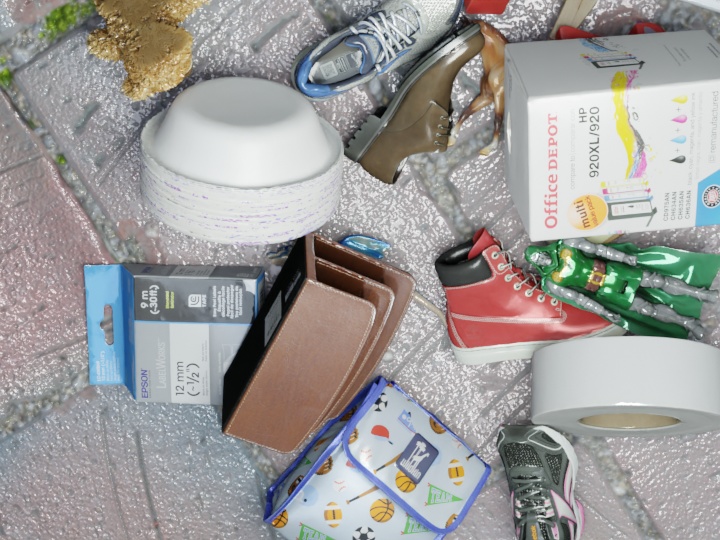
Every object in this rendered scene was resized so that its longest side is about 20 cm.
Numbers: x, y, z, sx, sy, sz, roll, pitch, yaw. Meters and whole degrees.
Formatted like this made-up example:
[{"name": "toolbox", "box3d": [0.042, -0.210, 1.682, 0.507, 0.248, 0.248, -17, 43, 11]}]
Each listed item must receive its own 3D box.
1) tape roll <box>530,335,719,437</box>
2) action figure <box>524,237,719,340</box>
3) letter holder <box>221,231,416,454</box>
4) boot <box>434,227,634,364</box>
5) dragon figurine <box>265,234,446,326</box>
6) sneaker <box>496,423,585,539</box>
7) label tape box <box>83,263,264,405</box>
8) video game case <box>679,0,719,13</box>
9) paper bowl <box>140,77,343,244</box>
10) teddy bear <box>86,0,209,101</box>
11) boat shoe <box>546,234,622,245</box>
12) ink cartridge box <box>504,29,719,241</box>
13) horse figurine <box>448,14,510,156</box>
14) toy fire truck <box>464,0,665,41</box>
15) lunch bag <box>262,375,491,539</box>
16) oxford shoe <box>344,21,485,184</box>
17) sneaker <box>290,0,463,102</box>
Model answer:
[{"name": "tape roll", "box3d": [0.275, 0.122, 1.352, 0.202, 0.202, 0.071, 1, 74, 3]}, {"name": "action figure", "box3d": [0.260, 0.013, 1.348, 0.200, 0.055, 0.118, 17, 99, -4]}, {"name": "letter holder", "box3d": [-0.036, 0.086, 1.341, 0.142, 0.101, 0.200, 22, 116, -16]}, {"name": "boot", "box3d": [0.183, 0.016, 1.387, 0.200, 0.072, 0.145, -9, 117, 8]}, {"name": "dragon figurine", "box3d": [0.000, 0.000, 1.408, 0.200, 0.099, 0.059, 11, 118, -9]}, {"name": "sneaker", "box3d": [0.194, 0.249, 1.406, 0.080, 0.086, 0.200, -8, 127, 27]}, {"name": "label tape box", "box3d": [-0.206, 0.069, 1.439, 0.200, 0.066, 0.144, 1, 103, 1]}, {"name": "video game case", "box3d": [0.369, -0.355, 1.331, 0.200, 0.024, 0.182, 17, 103, 0]}, {"name": "paper bowl", "box3d": [-0.117, -0.119, 1.305, 0.200, 0.201, 0.105, 6, 123, 2]}, {"name": "teddy bear", "box3d": [-0.216, -0.256, 1.333, 0.145, 0.067, 0.200, -43, 58, -4]}, {"name": "boat shoe", "box3d": [0.278, -0.080, 1.373, 0.200, 0.073, 0.063, -31, 102, 10]}, {"name": "ink cartridge box", "box3d": [0.241, -0.128, 1.237, 0.200, 0.145, 0.148, -5, 118, -1]}, {"name": "horse figurine", "box3d": [0.179, -0.171, 1.365, 0.200, 0.050, 0.133, 17, 87, 7]}, {"name": "toy fire truck", "box3d": [0.214, -0.243, 1.337, 0.200, 0.049, 0.141, -4, 68, -13]}, {"name": "lunch bag", "box3d": [0.019, 0.236, 1.436, 0.170, 0.124, 0.200, 41, 96, -9]}, {"name": "oxford shoe", "box3d": [0.072, -0.168, 1.354, 0.084, 0.073, 0.200, 41, 122, 1]}, {"name": "sneaker", "box3d": [0.018, -0.230, 1.348, 0.200, 0.085, 0.077, -32, 99, 10]}]
